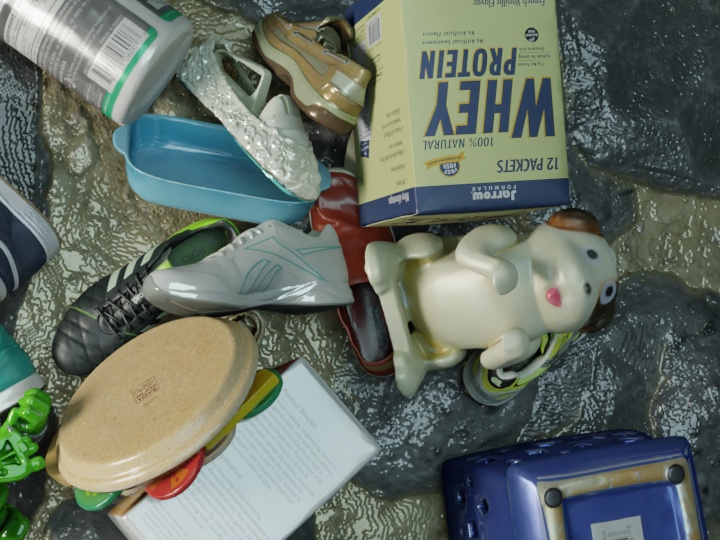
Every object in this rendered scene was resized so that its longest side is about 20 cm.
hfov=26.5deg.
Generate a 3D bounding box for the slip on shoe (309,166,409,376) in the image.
[{"bbox_3d":[0.000,0.000,1.404,0.074,0.061,0.201,-15,86,6],"label":"slip on shoe"}]

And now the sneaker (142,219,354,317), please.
[{"bbox_3d":[-0.099,-0.001,1.323,0.200,0.070,0.081,-2,83,-35],"label":"sneaker"}]

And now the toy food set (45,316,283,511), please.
[{"bbox_3d":[-0.166,0.115,1.259,0.200,0.198,0.049,-43,122,-18],"label":"toy food set"}]

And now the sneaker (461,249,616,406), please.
[{"bbox_3d":[0.181,0.050,1.443,0.075,0.076,0.200,42,74,-4],"label":"sneaker"}]

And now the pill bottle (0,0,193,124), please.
[{"bbox_3d":[-0.256,-0.229,1.346,0.200,0.113,0.113,36,75,1],"label":"pill bottle"}]

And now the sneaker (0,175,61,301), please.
[{"bbox_3d":[-0.363,-0.051,1.308,0.200,0.070,0.109,41,56,-8],"label":"sneaker"}]

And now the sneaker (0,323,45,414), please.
[{"bbox_3d":[-0.380,0.092,1.287,0.200,0.084,0.121,-28,95,-24],"label":"sneaker"}]

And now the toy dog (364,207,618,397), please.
[{"bbox_3d":[0.130,0.021,1.356,0.199,0.194,0.140,-11,93,18],"label":"toy dog"}]

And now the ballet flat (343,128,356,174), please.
[{"bbox_3d":[0.038,-0.150,1.440,0.069,0.069,0.201,22,78,-10],"label":"ballet flat"}]

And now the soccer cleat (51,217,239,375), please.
[{"bbox_3d":[-0.190,0.017,1.349,0.200,0.081,0.068,-40,93,-16],"label":"soccer cleat"}]

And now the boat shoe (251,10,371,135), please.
[{"bbox_3d":[-0.035,-0.194,1.366,0.072,0.200,0.076,23,109,-36],"label":"boat shoe"}]

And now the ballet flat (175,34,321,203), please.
[{"bbox_3d":[-0.094,-0.143,1.357,0.072,0.072,0.200,-35,59,-16],"label":"ballet flat"}]

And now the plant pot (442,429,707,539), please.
[{"bbox_3d":[0.201,0.249,1.358,0.199,0.180,0.201,-7,84,-16],"label":"plant pot"}]

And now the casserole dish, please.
[{"bbox_3d":[-0.126,-0.087,1.374,0.199,0.121,0.039,9,123,-13],"label":"casserole dish"}]

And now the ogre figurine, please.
[{"bbox_3d":[-0.320,0.194,1.272,0.098,0.120,0.201,11,81,-17],"label":"ogre figurine"}]

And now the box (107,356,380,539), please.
[{"bbox_3d":[-0.104,0.182,1.311,0.200,0.152,0.106,-42,93,-17],"label":"box"}]

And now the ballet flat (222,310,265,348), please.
[{"bbox_3d":[-0.161,0.100,1.355,0.067,0.062,0.200,45,75,-7],"label":"ballet flat"}]

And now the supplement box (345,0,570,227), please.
[{"bbox_3d":[0.078,-0.144,1.314,0.134,0.200,0.201,-4,89,-13],"label":"supplement box"}]
